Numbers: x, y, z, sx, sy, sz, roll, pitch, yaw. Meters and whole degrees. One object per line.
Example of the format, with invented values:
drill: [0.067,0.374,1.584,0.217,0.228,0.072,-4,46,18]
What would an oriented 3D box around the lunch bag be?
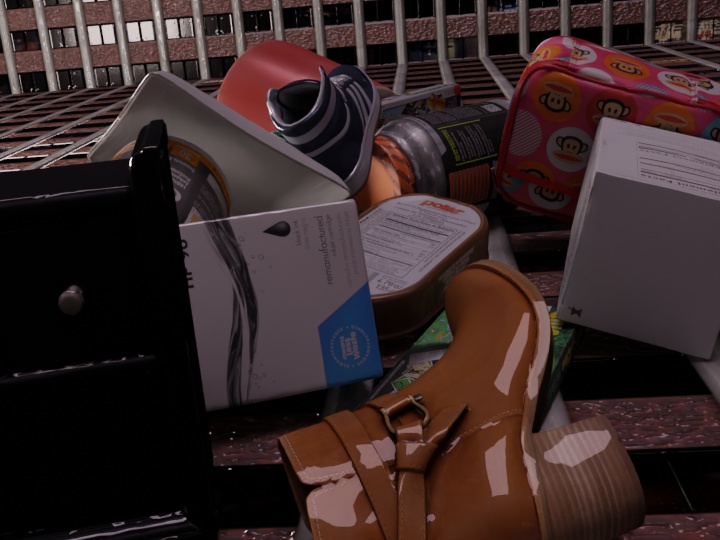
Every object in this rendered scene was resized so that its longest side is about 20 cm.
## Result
lunch bag: [0.227,-0.105,0.818,0.197,0.178,0.082,18,39,10]

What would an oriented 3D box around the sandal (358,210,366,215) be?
sandal: [-0.001,0.000,0.780,0.075,0.043,0.201,-9,30,-11]

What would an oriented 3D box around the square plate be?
square plate: [-0.131,-0.095,0.809,0.198,0.029,0.197,29,-28,-23]

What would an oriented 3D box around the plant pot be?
plant pot: [-0.051,-0.171,1.088,0.176,0.204,0.199,20,29,35]

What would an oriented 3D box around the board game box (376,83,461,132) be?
board game box: [0.055,-0.142,1.047,0.034,0.128,0.199,9,23,38]

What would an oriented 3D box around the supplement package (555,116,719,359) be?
supplement package: [0.219,-0.034,0.673,0.108,0.116,0.200,14,23,11]

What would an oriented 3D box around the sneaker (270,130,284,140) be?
sneaker: [-0.112,-0.087,0.939,0.197,0.120,0.074,-6,19,0]

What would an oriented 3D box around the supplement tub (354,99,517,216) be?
supplement tub: [0.090,-0.108,0.941,0.198,0.125,0.122,-16,21,-33]

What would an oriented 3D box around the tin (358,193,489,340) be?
tin: [0.031,-0.010,0.713,0.111,0.042,0.200,21,36,26]

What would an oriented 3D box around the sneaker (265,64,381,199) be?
sneaker: [-0.034,-0.167,0.857,0.069,0.109,0.202,-21,40,21]

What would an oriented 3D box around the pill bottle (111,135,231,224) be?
pill bottle: [-0.175,-0.016,0.704,0.114,0.118,0.201,-3,33,7]

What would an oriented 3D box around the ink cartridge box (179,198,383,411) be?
ink cartridge box: [-0.094,0.029,0.567,0.197,0.118,0.068,-10,-2,-14]

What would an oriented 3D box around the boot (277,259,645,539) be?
boot: [0.032,0.071,0.452,0.152,0.075,0.201,-13,33,-7]

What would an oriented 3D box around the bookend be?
bookend: [-0.180,0.042,0.439,0.195,0.204,0.092,-7,18,-10]

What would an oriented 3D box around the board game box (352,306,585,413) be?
board game box: [0.080,0.065,0.585,0.103,0.024,0.200,3,20,25]
